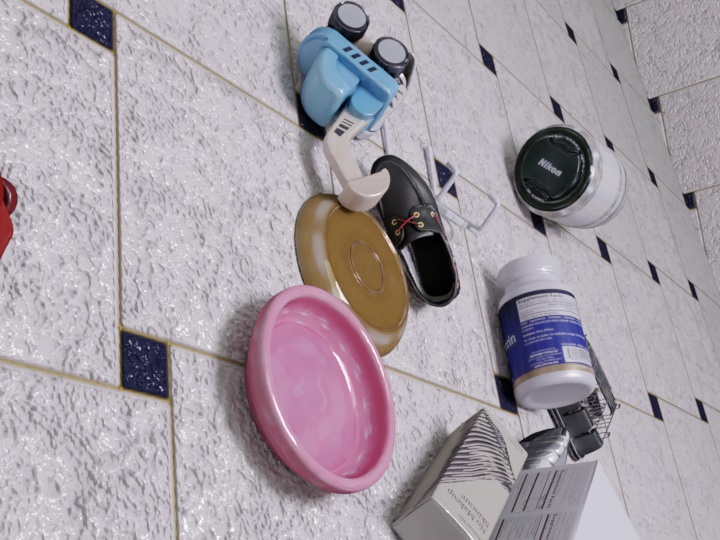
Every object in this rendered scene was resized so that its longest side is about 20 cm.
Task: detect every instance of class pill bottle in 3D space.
[{"bbox_3d":[0.259,0.085,1.334,0.115,0.115,0.202,28,46,-46],"label":"pill bottle"}]

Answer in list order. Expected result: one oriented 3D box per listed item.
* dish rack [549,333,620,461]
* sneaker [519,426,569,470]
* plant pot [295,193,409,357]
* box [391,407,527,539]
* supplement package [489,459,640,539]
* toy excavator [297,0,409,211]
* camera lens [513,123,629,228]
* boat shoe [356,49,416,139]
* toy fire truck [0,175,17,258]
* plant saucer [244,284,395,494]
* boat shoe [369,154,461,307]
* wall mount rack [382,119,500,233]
[{"bbox_3d":[0.347,0.188,1.466,0.155,0.054,0.200,65,28,-4],"label":"dish rack"},{"bbox_3d":[0.229,0.292,1.192,0.200,0.075,0.116,-36,105,-50],"label":"sneaker"},{"bbox_3d":[0.000,0.000,1.069,0.200,0.027,0.202,39,38,-39],"label":"plant pot"},{"bbox_3d":[0.113,0.238,1.021,0.082,0.068,0.200,46,30,1],"label":"box"},{"bbox_3d":[0.240,0.342,1.038,0.201,0.110,0.156,60,38,-18],"label":"supplement package"},{"bbox_3d":[-0.017,-0.188,1.106,0.194,0.100,0.200,40,57,0],"label":"toy excavator"},{"bbox_3d":[0.374,-0.162,1.653,0.199,0.159,0.162,11,59,-55],"label":"camera lens"},{"bbox_3d":[0.031,-0.243,1.253,0.072,0.065,0.200,54,33,-14],"label":"boat shoe"},{"bbox_3d":[-0.286,-0.083,0.604,0.202,0.111,0.168,65,11,-3],"label":"toy fire truck"},{"bbox_3d":[-0.042,0.116,0.892,0.200,0.051,0.202,38,38,-39],"label":"plant saucer"},{"bbox_3d":[0.070,-0.050,1.161,0.063,0.073,0.203,-60,126,-80],"label":"boat shoe"},{"bbox_3d":[0.096,-0.130,1.281,0.199,0.075,0.174,28,9,-48],"label":"wall mount rack"}]
